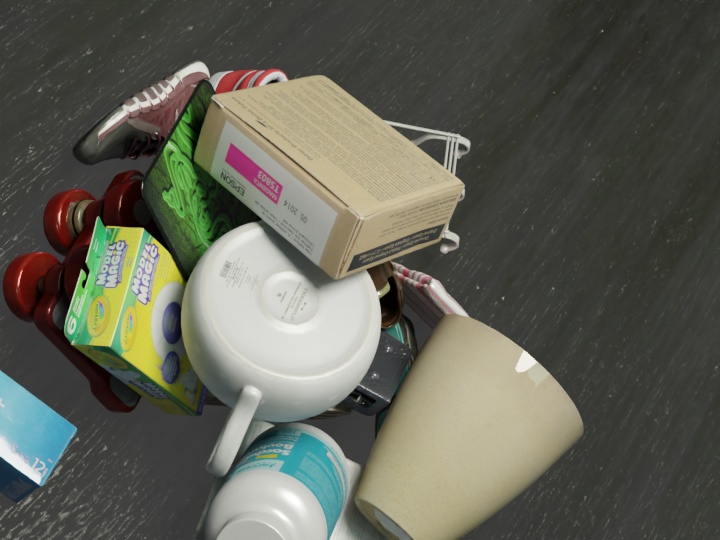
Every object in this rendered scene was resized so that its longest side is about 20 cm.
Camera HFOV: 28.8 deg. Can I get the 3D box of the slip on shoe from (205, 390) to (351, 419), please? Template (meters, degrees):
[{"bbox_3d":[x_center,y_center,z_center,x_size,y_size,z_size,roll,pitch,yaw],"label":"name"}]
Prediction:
[{"bbox_3d":[-0.096,0.112,1.424,0.198,0.076,0.061,10,72,-24],"label":"slip on shoe"}]

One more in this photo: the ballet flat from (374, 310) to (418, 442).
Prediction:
[{"bbox_3d":[0.048,0.142,1.520,0.064,0.066,0.203,21,61,-70],"label":"ballet flat"}]

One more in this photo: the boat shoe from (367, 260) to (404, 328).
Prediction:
[{"bbox_3d":[0.005,-0.003,1.418,0.075,0.074,0.203,59,2,30],"label":"boat shoe"}]

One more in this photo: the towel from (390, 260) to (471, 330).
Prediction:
[{"bbox_3d":[0.090,0.043,1.519,0.146,0.200,0.030,44,84,-20],"label":"towel"}]

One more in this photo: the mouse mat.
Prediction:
[{"bbox_3d":[-0.141,-0.058,1.335,0.201,0.007,0.162,66,34,-40],"label":"mouse mat"}]

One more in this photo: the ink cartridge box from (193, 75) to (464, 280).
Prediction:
[{"bbox_3d":[-0.030,-0.092,1.299,0.200,0.076,0.164,40,36,24],"label":"ink cartridge box"}]

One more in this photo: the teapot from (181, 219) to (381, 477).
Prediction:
[{"bbox_3d":[-0.082,0.065,1.292,0.198,0.147,0.199,-16,65,-28],"label":"teapot"}]

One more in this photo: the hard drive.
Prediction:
[{"bbox_3d":[-0.048,0.067,1.444,0.199,0.043,0.135,32,26,0],"label":"hard drive"}]

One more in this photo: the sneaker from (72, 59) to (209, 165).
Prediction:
[{"bbox_3d":[-0.199,-0.133,1.461,0.116,0.075,0.200,54,49,-6],"label":"sneaker"}]

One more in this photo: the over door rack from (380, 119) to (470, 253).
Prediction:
[{"bbox_3d":[0.025,-0.110,1.626,0.197,0.067,0.149,17,59,-13],"label":"over door rack"}]

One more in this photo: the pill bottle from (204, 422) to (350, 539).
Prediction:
[{"bbox_3d":[-0.076,0.219,1.271,0.111,0.110,0.200,52,14,-5],"label":"pill bottle"}]

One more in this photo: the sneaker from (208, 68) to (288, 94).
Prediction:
[{"bbox_3d":[-0.123,-0.113,1.421,0.071,0.112,0.203,22,73,-44],"label":"sneaker"}]

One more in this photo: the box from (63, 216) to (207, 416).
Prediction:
[{"bbox_3d":[-0.194,0.043,1.281,0.200,0.048,0.119,47,50,-55],"label":"box"}]

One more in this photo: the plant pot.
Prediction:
[{"bbox_3d":[0.090,0.181,1.399,0.187,0.187,0.200,45,71,-10],"label":"plant pot"}]

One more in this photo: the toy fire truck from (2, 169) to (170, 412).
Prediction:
[{"bbox_3d":[-0.235,0.014,1.358,0.169,0.111,0.201,54,45,-35],"label":"toy fire truck"}]

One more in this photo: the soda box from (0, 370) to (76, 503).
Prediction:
[{"bbox_3d":[-0.354,0.115,1.237,0.199,0.064,0.068,40,51,-15],"label":"soda box"}]

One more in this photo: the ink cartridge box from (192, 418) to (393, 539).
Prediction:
[{"bbox_3d":[-0.063,0.257,1.410,0.198,0.050,0.164,24,56,-8],"label":"ink cartridge box"}]
